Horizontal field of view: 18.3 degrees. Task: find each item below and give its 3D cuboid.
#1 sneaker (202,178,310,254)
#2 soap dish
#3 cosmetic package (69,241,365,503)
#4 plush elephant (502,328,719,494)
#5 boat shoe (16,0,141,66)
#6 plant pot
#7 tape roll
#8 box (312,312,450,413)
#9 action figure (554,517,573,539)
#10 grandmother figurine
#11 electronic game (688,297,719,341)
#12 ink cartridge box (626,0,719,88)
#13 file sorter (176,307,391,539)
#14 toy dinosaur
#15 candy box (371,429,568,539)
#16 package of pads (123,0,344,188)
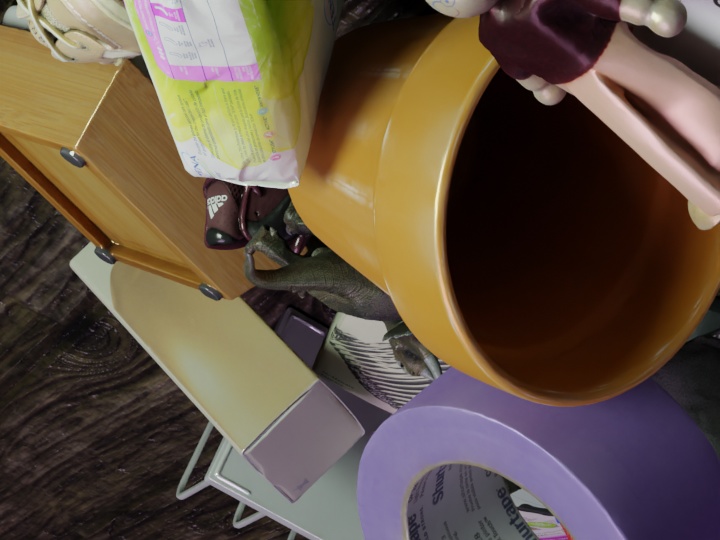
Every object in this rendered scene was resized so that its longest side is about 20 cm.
[{"bbox_3d":[-0.072,-0.078,1.259,0.075,0.116,0.200,1,147,41],"label":"sneaker"},{"bbox_3d":[-0.143,-0.068,1.359,0.157,0.082,0.200,18,159,43],"label":"soap dish"},{"bbox_3d":[-0.095,0.051,1.480,0.200,0.071,0.105,44,175,29],"label":"cosmetic package"},{"bbox_3d":[0.196,0.122,1.256,0.164,0.156,0.200,-12,165,-45],"label":"plush elephant"},{"bbox_3d":[-0.134,-0.130,1.111,0.072,0.065,0.200,55,-177,-5],"label":"boat shoe"},{"bbox_3d":[0.061,-0.051,1.125,0.183,0.201,0.200,18,160,51],"label":"plant pot"},{"bbox_3d":[0.099,0.137,1.178,0.199,0.085,0.201,27,136,30],"label":"tape roll"},{"bbox_3d":[0.033,0.023,1.419,0.082,0.069,0.200,26,156,0],"label":"box"},{"bbox_3d":[0.131,0.101,1.411,0.065,0.051,0.201,-163,51,-75],"label":"action figure"},{"bbox_3d":[0.095,-0.094,0.948,0.199,0.061,0.121,33,147,-15],"label":"grandmother figurine"},{"bbox_3d":[0.223,0.082,1.390,0.199,0.042,0.201,23,149,15],"label":"electronic game"},{"bbox_3d":[0.202,-0.123,0.953,0.199,0.085,0.145,23,155,7],"label":"ink cartridge box"},{"bbox_3d":[-0.013,0.147,1.629,0.199,0.139,0.124,30,158,-10],"label":"file sorter"},{"bbox_3d":[0.000,0.000,1.250,0.102,0.077,0.200,23,173,24],"label":"toy dinosaur"},{"bbox_3d":[0.120,0.146,1.514,0.199,0.062,0.136,12,165,-25],"label":"candy box"},{"bbox_3d":[-0.054,-0.148,1.050,0.068,0.156,0.200,7,153,12],"label":"package of pads"}]
